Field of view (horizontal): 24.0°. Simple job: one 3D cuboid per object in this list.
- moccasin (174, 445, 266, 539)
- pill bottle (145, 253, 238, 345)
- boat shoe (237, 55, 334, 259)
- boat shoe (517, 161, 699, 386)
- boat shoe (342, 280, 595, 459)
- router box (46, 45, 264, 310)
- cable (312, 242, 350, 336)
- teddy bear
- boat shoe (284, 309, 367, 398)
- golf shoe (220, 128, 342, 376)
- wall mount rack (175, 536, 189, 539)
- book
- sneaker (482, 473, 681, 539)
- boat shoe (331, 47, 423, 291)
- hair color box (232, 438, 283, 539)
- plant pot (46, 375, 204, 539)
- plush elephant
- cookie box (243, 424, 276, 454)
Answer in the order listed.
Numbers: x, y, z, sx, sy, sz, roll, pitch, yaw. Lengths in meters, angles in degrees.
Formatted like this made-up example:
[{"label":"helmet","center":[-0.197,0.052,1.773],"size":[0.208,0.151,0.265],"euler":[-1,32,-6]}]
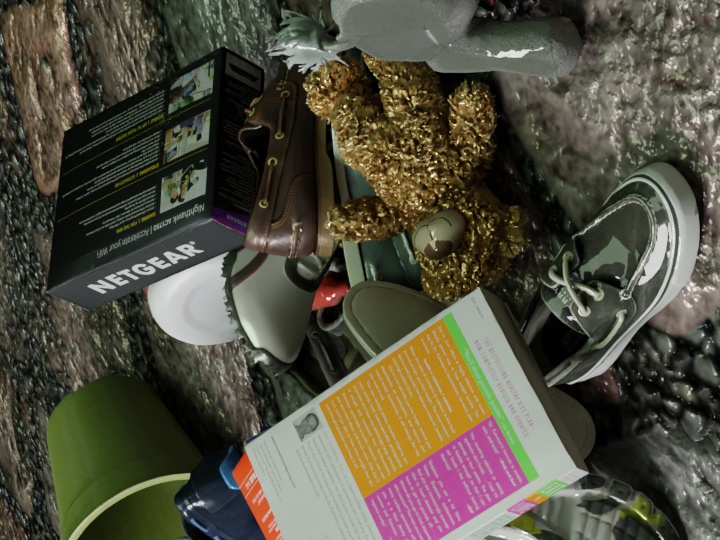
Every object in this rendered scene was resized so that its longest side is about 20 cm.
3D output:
[{"label":"moccasin","center":[-0.115,0.185,1.345],"size":[0.081,0.068,0.200],"euler":[58,171,23]},{"label":"pill bottle","center":[-0.137,-0.043,1.412],"size":[0.113,0.111,0.201],"euler":[105,154,-42]},{"label":"boat shoe","center":[-0.056,-0.099,1.249],"size":[0.071,0.070,0.202],"euler":[98,172,-54]},{"label":"boat shoe","center":[0.150,0.014,1.070],"size":[0.071,0.063,0.201],"euler":[54,145,26]},{"label":"boat shoe","center":[0.068,0.081,1.180],"size":[0.199,0.072,0.060],"euler":[32,148,6]},{"label":"router box","center":[-0.162,-0.069,1.326],"size":[0.199,0.051,0.151],"euler":[-21,57,39]},{"label":"cable","center":[0.000,0.000,1.298],"size":[0.199,0.050,0.098],"euler":[-5,81,60]},{"label":"teddy bear","center":[0.034,-0.077,1.159],"size":[0.067,0.144,0.202],"euler":[17,-119,-77]},{"label":"boat shoe","center":[-0.053,0.053,1.403],"size":[0.199,0.064,0.074],"euler":[33,130,43]},{"label":"golf shoe","center":[-0.050,-0.021,1.283],"size":[0.088,0.077,0.202],"euler":[-17,57,36]},{"label":"wall mount rack","center":[-0.078,0.295,1.424],"size":[0.075,0.173,0.200],"euler":[-58,36,12]},{"label":"book","center":[0.032,0.122,1.091],"size":[0.199,0.048,0.134],"euler":[-33,65,16]},{"label":"sneaker","center":[0.125,0.170,1.142],"size":[0.198,0.075,0.085],"euler":[24,162,6]},{"label":"boat shoe","center":[0.013,-0.073,1.237],"size":[0.073,0.061,0.202],"euler":[68,-165,-73]},{"label":"hair color box","center":[0.006,0.197,1.185],"size":[0.201,0.110,0.064],"euler":[61,150,17]},{"label":"plant pot","center":[-0.227,0.210,1.673],"size":[0.190,0.198,0.201],"euler":[-123,32,-44]},{"label":"plush elephant","center":[0.039,-0.212,1.066],"size":[0.198,0.165,0.156],"euler":[-9,59,27]},{"label":"cookie box","center":[-0.023,0.232,1.399],"size":[0.201,0.075,0.171],"euler":[62,168,16]}]
